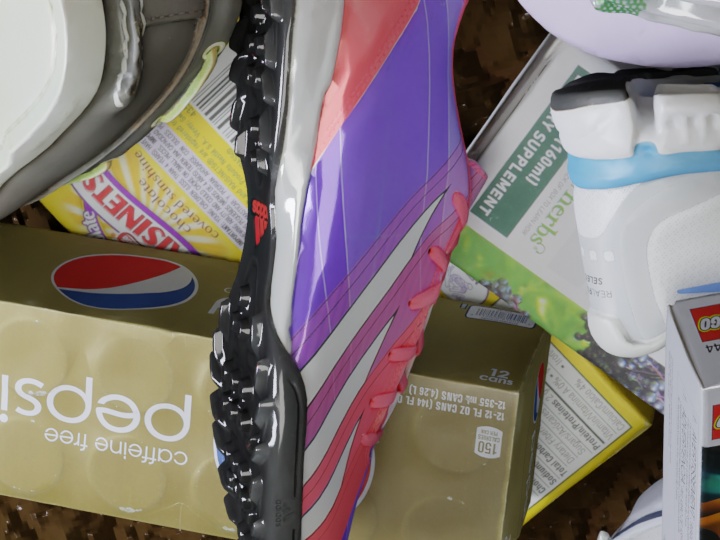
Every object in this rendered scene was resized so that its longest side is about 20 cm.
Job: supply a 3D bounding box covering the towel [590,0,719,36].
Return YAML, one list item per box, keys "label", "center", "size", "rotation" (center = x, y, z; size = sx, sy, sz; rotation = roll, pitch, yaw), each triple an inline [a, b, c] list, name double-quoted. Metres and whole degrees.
- label: "towel"
  center: [0.163, -0.111, 0.674]
  size: [0.200, 0.031, 0.149]
  rotation: [15, 112, 5]

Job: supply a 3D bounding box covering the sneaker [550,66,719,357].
- label: "sneaker"
  center: [0.144, -0.013, 0.750]
  size: [0.200, 0.075, 0.087]
  rotation: [-4, 100, -17]

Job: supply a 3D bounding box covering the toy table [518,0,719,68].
- label: "toy table"
  center: [0.124, -0.151, 0.746]
  size: [0.200, 0.117, 0.184]
  rotation: [-30, 101, 20]

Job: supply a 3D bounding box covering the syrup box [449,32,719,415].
- label: "syrup box"
  center: [0.125, 0.006, 0.824]
  size: [0.200, 0.081, 0.079]
  rotation: [36, 115, -1]

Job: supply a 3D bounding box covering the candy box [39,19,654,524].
- label: "candy box"
  center: [-0.010, 0.003, 0.881]
  size: [0.102, 0.026, 0.200]
  rotation: [-40, 98, 25]

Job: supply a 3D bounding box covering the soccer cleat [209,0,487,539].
- label: "soccer cleat"
  center: [0.000, 0.000, 0.773]
  size: [0.073, 0.068, 0.200]
  rotation: [0, 101, -16]

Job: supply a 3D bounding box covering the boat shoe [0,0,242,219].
- label: "boat shoe"
  center: [-0.099, -0.054, 0.819]
  size: [0.202, 0.060, 0.072]
  rotation: [-23, 81, 61]

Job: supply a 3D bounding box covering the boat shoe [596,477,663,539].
- label: "boat shoe"
  center: [0.073, 0.130, 0.837]
  size: [0.075, 0.086, 0.202]
  rotation: [40, 138, -9]

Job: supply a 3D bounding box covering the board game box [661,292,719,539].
- label: "board game box"
  center: [0.179, 0.044, 0.728]
  size: [0.200, 0.035, 0.126]
  rotation: [-10, 136, -4]

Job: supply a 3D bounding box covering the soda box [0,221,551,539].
- label: "soda box"
  center: [-0.046, 0.038, 0.854]
  size: [0.200, 0.064, 0.068]
  rotation: [10, 113, 11]
